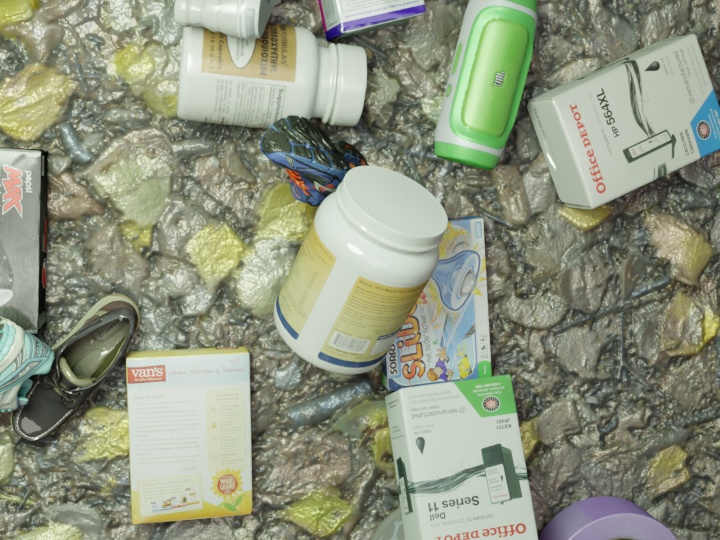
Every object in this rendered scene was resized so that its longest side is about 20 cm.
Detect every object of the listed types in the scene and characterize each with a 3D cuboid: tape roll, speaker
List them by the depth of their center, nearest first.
[{"bbox_3d":[0.147,-0.224,1.139,0.088,0.088,0.201,13,95,-13],"label":"speaker"},{"bbox_3d":[0.324,0.403,1.273,0.199,0.066,0.201,-2,98,-11],"label":"tape roll"}]

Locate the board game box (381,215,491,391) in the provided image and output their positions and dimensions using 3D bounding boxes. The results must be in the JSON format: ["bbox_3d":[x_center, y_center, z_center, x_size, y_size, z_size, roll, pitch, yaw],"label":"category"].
[{"bbox_3d":[0.088,0.039,1.188,0.135,0.034,0.201,-7,99,-11],"label":"board game box"}]

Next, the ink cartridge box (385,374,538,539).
[{"bbox_3d":[0.119,0.236,1.165,0.146,0.083,0.201,-6,78,-13],"label":"ink cartridge box"}]

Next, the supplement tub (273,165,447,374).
[{"bbox_3d":[0.000,0.000,1.073,0.144,0.145,0.200,19,124,-14],"label":"supplement tub"}]

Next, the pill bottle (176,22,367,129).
[{"bbox_3d":[-0.099,-0.214,1.073,0.199,0.114,0.115,4,97,-13],"label":"pill bottle"}]

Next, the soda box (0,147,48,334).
[{"bbox_3d":[-0.382,-0.033,1.064,0.070,0.063,0.201,2,97,-12],"label":"soda box"}]

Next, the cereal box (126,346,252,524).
[{"bbox_3d":[-0.201,0.193,1.145,0.143,0.040,0.201,-1,97,-12],"label":"cereal box"}]

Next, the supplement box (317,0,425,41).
[{"bbox_3d":[-0.006,-0.369,1.078,0.103,0.101,0.201,-16,101,-10],"label":"supplement box"}]

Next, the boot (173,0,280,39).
[{"bbox_3d":[-0.136,-0.308,1.028,0.095,0.200,0.074,9,125,2],"label":"boot"}]

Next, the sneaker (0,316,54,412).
[{"bbox_3d":[-0.409,0.137,1.055,0.200,0.078,0.086,-39,131,25],"label":"sneaker"}]

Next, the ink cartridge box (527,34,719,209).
[{"bbox_3d":[0.325,-0.179,1.183,0.199,0.084,0.147,-26,102,-8],"label":"ink cartridge box"}]

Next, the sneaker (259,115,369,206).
[{"bbox_3d":[-0.051,-0.107,1.074,0.078,0.200,0.075,-42,64,15],"label":"sneaker"}]

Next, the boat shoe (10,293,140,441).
[{"bbox_3d":[-0.324,0.113,1.095,0.072,0.065,0.200,43,88,-15],"label":"boat shoe"}]

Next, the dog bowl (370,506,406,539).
[{"bbox_3d":[0.104,0.389,1.228,0.199,0.059,0.201,-2,98,-11],"label":"dog bowl"}]
